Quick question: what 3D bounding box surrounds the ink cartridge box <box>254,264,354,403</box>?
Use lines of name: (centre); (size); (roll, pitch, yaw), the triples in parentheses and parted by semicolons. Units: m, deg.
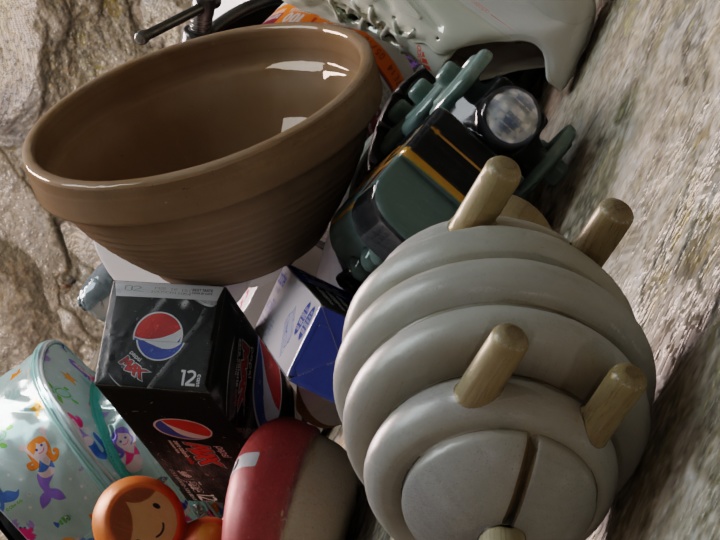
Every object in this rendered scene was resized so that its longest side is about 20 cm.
ink cartridge box: (0.002, 0.044, 1.540); (0.044, 0.094, 0.200); (-64, 9, 2)

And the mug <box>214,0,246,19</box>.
mug: (-0.005, -0.191, 2.157); (0.175, 0.147, 0.201); (-48, 47, 38)

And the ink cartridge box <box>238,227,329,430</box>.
ink cartridge box: (-0.047, 0.032, 1.893); (0.148, 0.085, 0.200); (-60, 10, 24)

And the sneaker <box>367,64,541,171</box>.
sneaker: (0.073, -0.114, 1.692); (0.201, 0.075, 0.079); (-57, -2, -2)

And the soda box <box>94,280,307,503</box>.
soda box: (-0.086, 0.073, 1.665); (0.200, 0.070, 0.064); (62, -146, -65)

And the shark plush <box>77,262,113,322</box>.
shark plush: (-0.109, -0.049, 1.939); (0.201, 0.083, 0.091); (-65, 6, -3)

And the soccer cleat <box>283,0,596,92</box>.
soccer cleat: (0.033, -0.143, 1.628); (0.069, 0.199, 0.078); (35, -114, -61)

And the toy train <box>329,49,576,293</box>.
toy train: (0.038, -0.044, 1.535); (0.114, 0.085, 0.200); (-49, 4, -15)

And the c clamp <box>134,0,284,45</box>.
c clamp: (-0.096, -0.093, 1.831); (0.171, 0.027, 0.201); (-35, -38, -45)

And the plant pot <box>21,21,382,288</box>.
plant pot: (-0.078, -0.053, 1.611); (0.201, 0.200, 0.093); (-83, -21, -64)

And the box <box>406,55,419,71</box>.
box: (0.007, -0.215, 1.883); (0.106, 0.199, 0.122); (-68, 10, -23)

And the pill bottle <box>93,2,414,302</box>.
pill bottle: (-0.063, -0.064, 1.758); (0.200, 0.114, 0.114); (-48, -1, -31)

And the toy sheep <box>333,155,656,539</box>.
toy sheep: (0.052, 0.046, 1.134); (0.201, 0.137, 0.138); (-83, 20, -47)

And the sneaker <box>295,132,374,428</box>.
sneaker: (0.000, 0.000, 1.733); (0.085, 0.073, 0.201); (-41, 26, 60)

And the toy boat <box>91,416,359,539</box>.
toy boat: (-0.086, 0.155, 1.623); (0.200, 0.130, 0.131); (-55, 13, 48)

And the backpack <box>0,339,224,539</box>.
backpack: (-0.165, 0.139, 1.927); (0.150, 0.200, 0.178); (-42, 12, 10)
